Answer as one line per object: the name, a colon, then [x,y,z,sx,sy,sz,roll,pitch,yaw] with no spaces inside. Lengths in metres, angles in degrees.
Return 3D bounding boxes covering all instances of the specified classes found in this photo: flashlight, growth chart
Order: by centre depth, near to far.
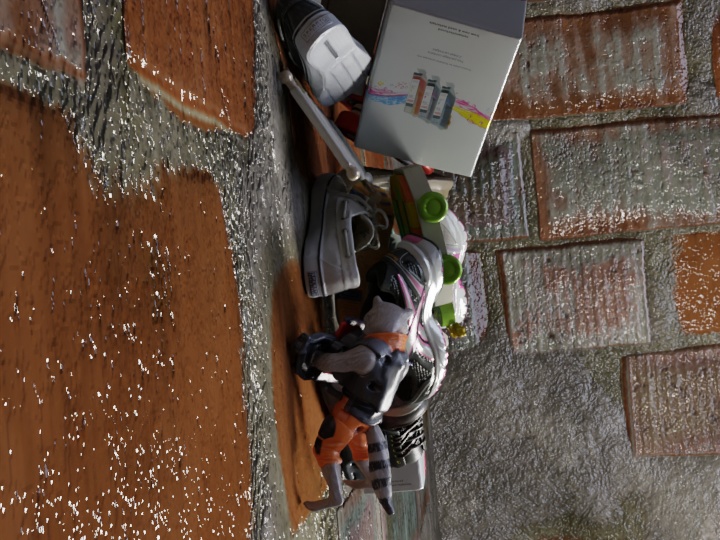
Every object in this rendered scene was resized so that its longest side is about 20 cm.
growth chart: [-0.030,-0.141,1.173,0.145,0.018,0.200,55,5,6]
flashlight: [0.000,0.164,1.251,0.201,0.067,0.069,75,17,-54]

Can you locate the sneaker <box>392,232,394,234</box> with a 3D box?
sneaker: [0.014,-0.035,1.488,0.201,0.073,0.120,94,1,-64]

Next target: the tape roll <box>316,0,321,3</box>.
tape roll: [-0.034,-0.424,1.393,0.200,0.065,0.203,-5,90,-85]

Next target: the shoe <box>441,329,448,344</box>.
shoe: [0.066,0.029,1.584,0.201,0.053,0.070,52,8,24]

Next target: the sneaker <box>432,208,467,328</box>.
sneaker: [0.088,0.002,1.460,0.088,0.081,0.202,-40,129,-44]

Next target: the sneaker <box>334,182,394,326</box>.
sneaker: [0.000,0.000,1.315,0.088,0.074,0.202,129,-27,-54]

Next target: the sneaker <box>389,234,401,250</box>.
sneaker: [0.036,0.058,1.347,0.080,0.083,0.202,-4,-116,55]

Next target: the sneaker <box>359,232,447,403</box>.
sneaker: [0.036,0.060,1.209,0.080,0.086,0.202,27,-47,45]

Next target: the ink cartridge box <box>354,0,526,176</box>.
ink cartridge box: [0.087,-0.234,1.235,0.201,0.143,0.146,108,-4,-48]

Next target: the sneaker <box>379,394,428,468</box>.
sneaker: [0.056,0.185,1.359,0.107,0.074,0.200,59,-13,-4]

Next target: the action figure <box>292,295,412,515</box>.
action figure: [0.017,0.124,1.083,0.199,0.104,0.196,3,99,-56]

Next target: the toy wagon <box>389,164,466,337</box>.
toy wagon: [0.077,-0.018,1.265,0.155,0.039,0.203,-141,-142,-81]

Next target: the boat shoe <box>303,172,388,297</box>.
boat shoe: [-0.011,-0.045,1.217,0.203,0.085,0.075,-84,168,-58]

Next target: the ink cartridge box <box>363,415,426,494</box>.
ink cartridge box: [0.040,0.187,1.526,0.145,0.082,0.203,-1,85,-84]

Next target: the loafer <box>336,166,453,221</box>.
loafer: [0.046,-0.098,1.489,0.076,0.198,0.068,20,-73,48]

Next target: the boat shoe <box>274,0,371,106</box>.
boat shoe: [-0.039,-0.232,1.148,0.071,0.072,0.200,52,-2,13]

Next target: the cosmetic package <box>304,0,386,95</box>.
cosmetic package: [-0.005,-0.310,1.251,0.104,0.072,0.202,-84,-173,-64]

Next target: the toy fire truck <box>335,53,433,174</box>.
toy fire truck: [0.056,-0.200,1.538,0.113,0.198,0.168,-63,169,-6]
